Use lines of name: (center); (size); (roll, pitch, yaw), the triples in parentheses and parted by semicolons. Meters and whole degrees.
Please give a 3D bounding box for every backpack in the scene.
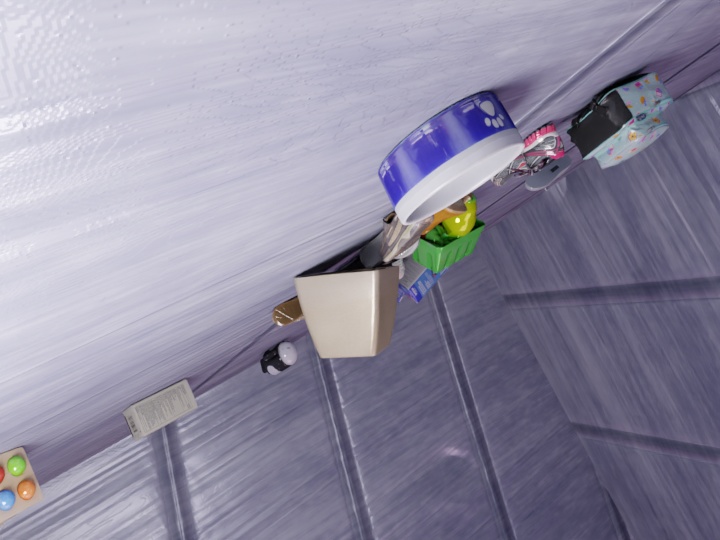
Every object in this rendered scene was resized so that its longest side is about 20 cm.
backpack: (0.594, -0.339, 1.201); (0.197, 0.155, 0.176); (-35, 171, -20)

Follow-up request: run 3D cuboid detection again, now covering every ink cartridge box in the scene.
ink cartridge box: (0.157, -0.001, 1.561); (0.200, 0.077, 0.136); (-46, -140, -7)

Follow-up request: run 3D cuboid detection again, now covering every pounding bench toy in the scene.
pounding bench toy: (-0.772, 0.474, 1.165); (0.153, 0.127, 0.200); (-31, 174, 7)

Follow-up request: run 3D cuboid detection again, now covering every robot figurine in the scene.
robot figurine: (-0.399, 0.428, 2.626); (0.197, 0.127, 0.151); (-32, -169, 20)

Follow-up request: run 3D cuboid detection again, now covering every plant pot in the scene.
plant pot: (-0.019, 0.093, 1.209); (0.193, 0.185, 0.199); (-4, -178, 18)

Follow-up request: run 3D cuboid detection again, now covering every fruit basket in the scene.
fruit basket: (0.229, -0.121, 1.394); (0.212, 0.154, 0.222); (-25, 130, -34)

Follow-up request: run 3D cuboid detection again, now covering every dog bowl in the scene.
dog bowl: (0.123, -0.150, 0.744); (0.196, 0.081, 0.200); (-30, 174, -4)

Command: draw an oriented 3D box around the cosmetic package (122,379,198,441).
cosmetic package: (-0.628, 0.439, 1.693); (0.086, 0.106, 0.197); (-31, 173, 40)

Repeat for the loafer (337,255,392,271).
loafer: (0.000, 0.000, 1.393); (0.196, 0.073, 0.067); (-17, 151, 34)

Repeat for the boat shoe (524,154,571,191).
boat shoe: (0.652, -0.327, 1.892); (0.199, 0.075, 0.087); (-36, 159, -15)

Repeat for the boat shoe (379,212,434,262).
boat shoe: (0.084, -0.087, 1.096); (0.073, 0.074, 0.200); (-29, 169, -31)

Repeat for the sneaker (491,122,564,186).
sneaker: (0.369, -0.243, 1.211); (0.079, 0.076, 0.199); (-25, 173, -32)

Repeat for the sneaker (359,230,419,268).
sneaker: (0.081, -0.063, 1.243); (0.078, 0.081, 0.197); (-17, 179, -37)

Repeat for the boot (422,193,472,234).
boot: (0.169, -0.124, 1.196); (0.143, 0.072, 0.200); (-37, 177, 29)

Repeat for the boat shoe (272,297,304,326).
boat shoe: (-0.148, 0.093, 1.453); (0.194, 0.076, 0.063); (-17, 177, -17)

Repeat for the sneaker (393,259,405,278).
sneaker: (0.094, -0.029, 1.458); (0.076, 0.102, 0.200); (-27, 174, -2)
